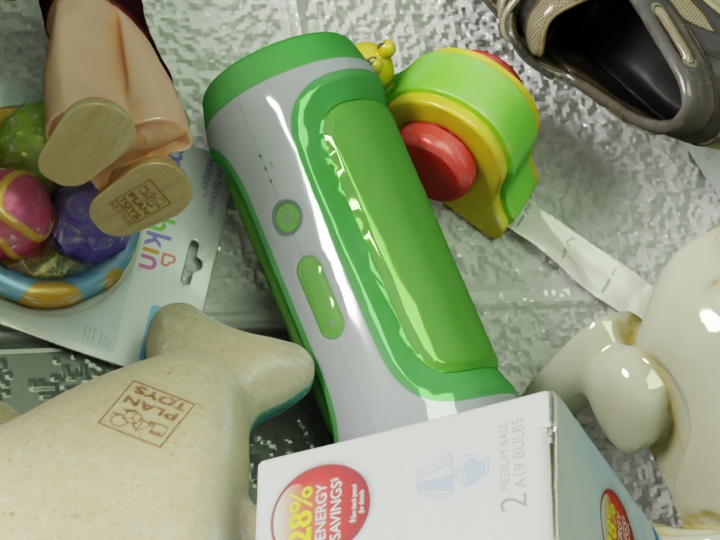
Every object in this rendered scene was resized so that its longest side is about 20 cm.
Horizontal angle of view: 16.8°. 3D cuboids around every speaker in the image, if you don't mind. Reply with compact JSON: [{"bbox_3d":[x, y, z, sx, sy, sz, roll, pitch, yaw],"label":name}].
[{"bbox_3d":[0.000,0.000,1.064,0.088,0.088,0.200,-16,74,-26],"label":"speaker"}]

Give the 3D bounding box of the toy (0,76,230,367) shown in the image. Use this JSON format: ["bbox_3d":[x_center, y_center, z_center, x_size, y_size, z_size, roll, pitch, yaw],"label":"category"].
[{"bbox_3d":[-0.151,-0.038,1.043,0.199,0.047,0.115,18,63,-12],"label":"toy"}]

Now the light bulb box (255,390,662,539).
[{"bbox_3d":[0.057,0.185,0.906,0.200,0.124,0.199,52,30,-47],"label":"light bulb box"}]

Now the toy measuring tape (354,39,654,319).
[{"bbox_3d":[0.076,-0.045,1.122,0.200,0.074,0.074,36,60,-3],"label":"toy measuring tape"}]

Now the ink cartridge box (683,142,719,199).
[{"bbox_3d":[0.188,-0.143,1.163,0.083,0.146,0.200,-26,79,-27],"label":"ink cartridge box"}]

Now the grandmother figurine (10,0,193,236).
[{"bbox_3d":[-0.111,-0.101,1.048,0.060,0.121,0.200,-24,43,9],"label":"grandmother figurine"}]

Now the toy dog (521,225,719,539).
[{"bbox_3d":[0.198,0.084,1.048,0.139,0.194,0.200,-16,65,-35],"label":"toy dog"}]

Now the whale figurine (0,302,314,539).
[{"bbox_3d":[-0.092,0.099,0.984,0.159,0.104,0.200,18,43,14],"label":"whale figurine"}]

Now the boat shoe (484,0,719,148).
[{"bbox_3d":[0.103,-0.126,1.118,0.200,0.075,0.073,37,27,32],"label":"boat shoe"}]
